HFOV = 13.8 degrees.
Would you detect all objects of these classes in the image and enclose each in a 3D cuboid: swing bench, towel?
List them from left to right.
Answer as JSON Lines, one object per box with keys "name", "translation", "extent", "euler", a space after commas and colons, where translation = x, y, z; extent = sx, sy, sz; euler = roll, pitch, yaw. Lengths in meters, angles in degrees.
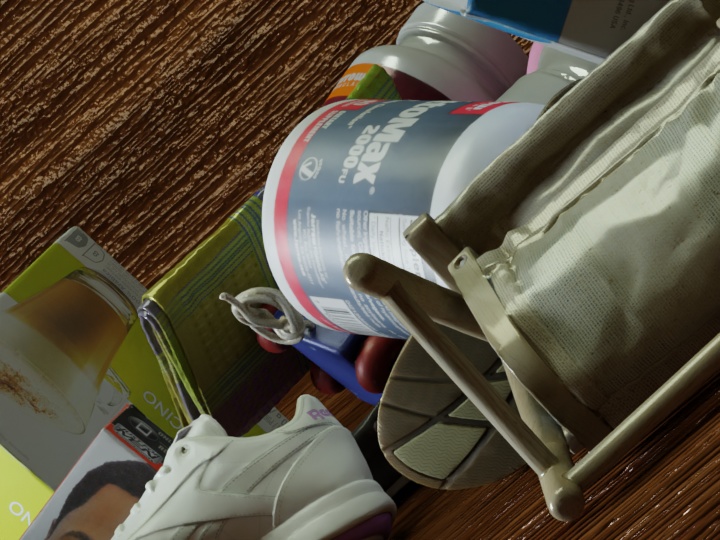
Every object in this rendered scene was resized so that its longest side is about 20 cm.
{"name": "towel", "translation": [-0.037, -0.003, 1.607], "extent": [0.200, 0.023, 0.144], "euler": [-46, -35, -19]}
{"name": "swing bench", "translation": [0.118, -0.026, 1.187], "extent": [0.199, 0.130, 0.200], "euler": [-42, -2, 11]}

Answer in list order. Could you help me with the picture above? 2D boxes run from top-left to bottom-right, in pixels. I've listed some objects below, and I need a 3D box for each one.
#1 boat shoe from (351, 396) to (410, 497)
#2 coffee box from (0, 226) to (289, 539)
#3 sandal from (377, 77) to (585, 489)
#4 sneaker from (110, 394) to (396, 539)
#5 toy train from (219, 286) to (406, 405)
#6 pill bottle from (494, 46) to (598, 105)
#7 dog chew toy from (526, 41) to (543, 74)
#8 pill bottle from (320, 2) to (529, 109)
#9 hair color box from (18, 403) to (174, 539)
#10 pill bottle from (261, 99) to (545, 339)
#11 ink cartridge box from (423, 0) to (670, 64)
{"name": "boat shoe", "translation": [-0.009, 0.104, 1.539], "extent": [0.200, 0.057, 0.067], "euler": [-42, 4, 13]}
{"name": "coffee box", "translation": [-0.196, 0.139, 1.842], "extent": [0.200, 0.200, 0.198], "euler": [-48, 0, 36]}
{"name": "sandal", "translation": [0.078, 0.008, 1.324], "extent": [0.201, 0.080, 0.054], "euler": [-64, -7, 4]}
{"name": "sneaker", "translation": [-0.085, 0.132, 1.437], "extent": [0.199, 0.100, 0.075], "euler": [-26, -21, -4]}
{"name": "toy train", "translation": [0.000, 0.000, 1.573], "extent": [0.116, 0.084, 0.200], "euler": [-64, -32, -10]}
{"name": "pill bottle", "translation": [0.165, -0.104, 1.546], "extent": [0.200, 0.114, 0.114], "euler": [-40, 3, -22]}
{"name": "dog chew toy", "translation": [0.123, -0.066, 1.682], "extent": [0.200, 0.124, 0.125], "euler": [-50, 2, 13]}
{"name": "pill bottle", "translation": [0.017, -0.058, 1.757], "extent": [0.201, 0.113, 0.113], "euler": [-57, 9, -21]}
{"name": "hair color box", "translation": [-0.144, 0.179, 1.515], "extent": [0.200, 0.101, 0.061], "euler": [-53, -2, 13]}
{"name": "pill bottle", "translation": [0.057, -0.023, 1.443], "extent": [0.199, 0.120, 0.120], "euler": [5, 41, 48]}
{"name": "ink cartridge box", "translation": [0.149, -0.159, 1.358], "extent": [0.145, 0.199, 0.148], "euler": [-137, 66, -79]}
